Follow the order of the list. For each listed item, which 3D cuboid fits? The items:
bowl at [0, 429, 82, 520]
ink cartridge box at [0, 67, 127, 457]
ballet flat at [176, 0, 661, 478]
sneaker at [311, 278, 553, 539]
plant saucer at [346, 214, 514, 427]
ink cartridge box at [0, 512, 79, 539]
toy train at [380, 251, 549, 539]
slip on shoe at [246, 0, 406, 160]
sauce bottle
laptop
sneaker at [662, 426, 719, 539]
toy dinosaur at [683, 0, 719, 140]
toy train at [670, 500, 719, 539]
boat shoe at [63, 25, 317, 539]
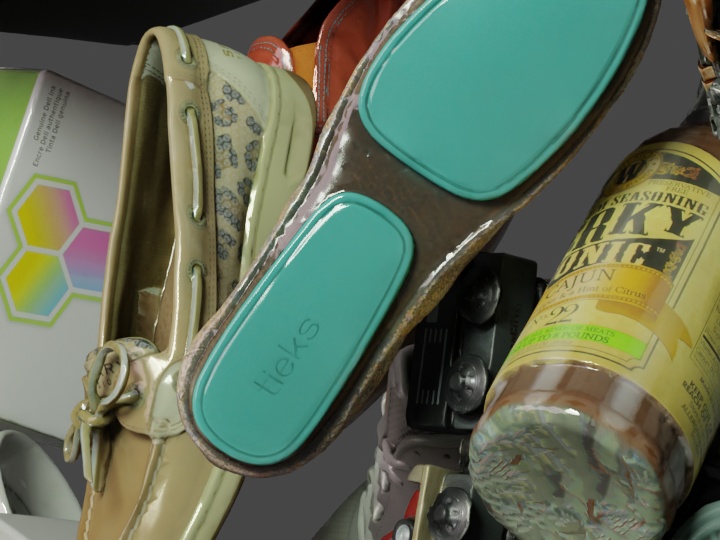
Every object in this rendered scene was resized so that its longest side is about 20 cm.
[{"bbox_3d":[-0.171,0.123,1.006,0.107,0.200,0.200,-26,47,11],"label":"bowl"},{"bbox_3d":[-0.172,-0.018,1.050,0.076,0.200,0.148,8,78,54],"label":"ink cartridge box"},{"bbox_3d":[0.015,-0.027,0.738,0.200,0.068,0.067,-49,-2,4],"label":"ballet flat"},{"bbox_3d":[0.028,0.060,0.836,0.200,0.092,0.076,-42,42,33],"label":"sneaker"},{"bbox_3d":[0.000,0.000,0.905,0.200,0.034,0.200,-47,15,17],"label":"plant saucer"},{"bbox_3d":[-0.097,0.206,0.900,0.146,0.083,0.201,22,99,55],"label":"ink cartridge box"},{"bbox_3d":[0.023,0.093,0.745,0.046,0.034,0.201,-2,77,49],"label":"toy train"},{"bbox_3d":[-0.024,-0.058,0.936,0.200,0.061,0.074,-57,17,-17],"label":"slip on shoe"},{"bbox_3d":[0.094,0.001,0.747,0.065,0.065,0.200,-29,20,41],"label":"sauce bottle"},{"bbox_3d":[-0.078,-0.152,0.988,0.200,0.103,0.177,-53,19,-16],"label":"laptop"},{"bbox_3d":[0.061,0.125,0.772,0.079,0.075,0.200,32,97,57],"label":"sneaker"},{"bbox_3d":[0.123,-0.072,0.710,0.200,0.102,0.136,-122,21,-52],"label":"toy dinosaur"},{"bbox_3d":[0.140,0.106,0.679,0.114,0.085,0.200,31,95,43],"label":"toy train"},{"bbox_3d":[-0.069,0.016,0.840,0.073,0.063,0.201,-21,52,51],"label":"boat shoe"}]
